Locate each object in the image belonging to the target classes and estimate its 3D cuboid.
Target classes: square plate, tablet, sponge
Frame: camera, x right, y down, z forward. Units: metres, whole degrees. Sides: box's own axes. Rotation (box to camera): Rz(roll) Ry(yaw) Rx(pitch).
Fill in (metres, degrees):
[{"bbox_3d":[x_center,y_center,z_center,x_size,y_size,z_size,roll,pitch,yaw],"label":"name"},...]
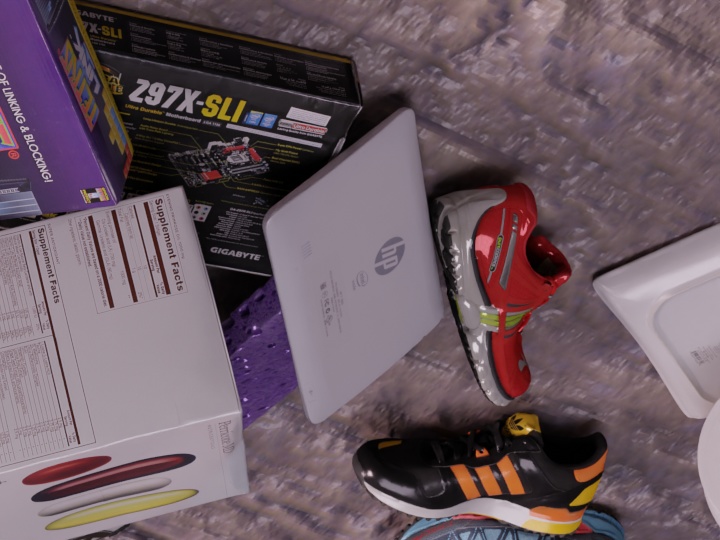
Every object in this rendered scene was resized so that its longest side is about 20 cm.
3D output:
[{"bbox_3d":[0.293,0.029,1.564,0.197,0.029,0.200,-25,137,16],"label":"square plate"},{"bbox_3d":[0.000,0.000,1.408,0.130,0.014,0.201,-39,143,-24],"label":"tablet"},{"bbox_3d":[-0.064,0.055,1.492,0.200,0.030,0.111,-39,155,30],"label":"sponge"}]

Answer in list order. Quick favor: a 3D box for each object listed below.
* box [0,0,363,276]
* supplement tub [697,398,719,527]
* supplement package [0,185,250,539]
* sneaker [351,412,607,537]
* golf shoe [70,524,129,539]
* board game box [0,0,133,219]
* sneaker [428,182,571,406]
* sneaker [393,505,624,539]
[{"bbox_3d":[-0.119,-0.079,1.346,0.199,0.050,0.160,10,133,-21],"label":"box"},{"bbox_3d":[0.334,0.154,1.593,0.144,0.145,0.200,-25,154,17],"label":"supplement tub"},{"bbox_3d":[-0.180,0.071,1.321,0.199,0.148,0.191,-14,161,-6],"label":"supplement package"},{"bbox_3d":[0.092,0.137,1.629,0.199,0.070,0.090,12,120,-24],"label":"sneaker"},{"bbox_3d":[-0.205,0.152,1.508,0.200,0.078,0.095,-36,165,-30],"label":"golf shoe"},{"bbox_3d":[-0.238,-0.117,1.228,0.164,0.057,0.201,-6,131,16],"label":"board game box"},{"bbox_3d":[0.104,0.019,1.483,0.084,0.077,0.201,-16,139,0],"label":"sneaker"},{"bbox_3d":[0.121,0.236,1.713,0.199,0.096,0.080,0,138,-11],"label":"sneaker"}]
